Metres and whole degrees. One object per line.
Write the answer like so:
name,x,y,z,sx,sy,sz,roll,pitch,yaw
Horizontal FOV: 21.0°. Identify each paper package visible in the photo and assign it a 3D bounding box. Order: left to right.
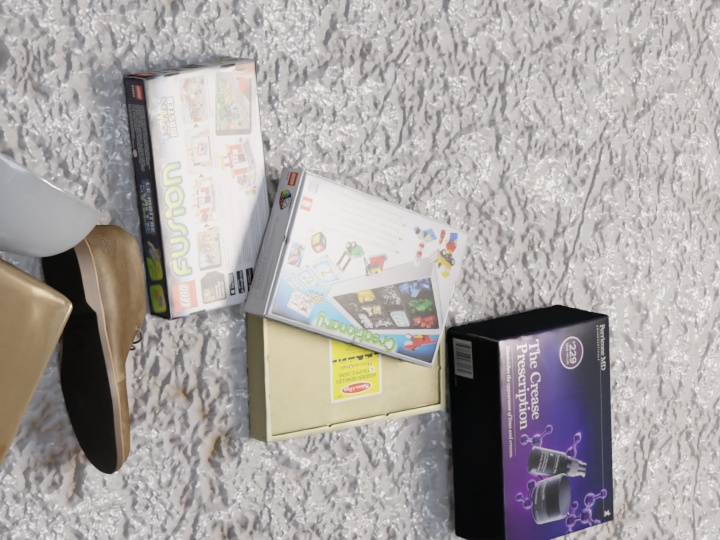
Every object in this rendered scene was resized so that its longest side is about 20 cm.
paper package,-0.344,0.057,1.420,0.200,0.103,0.192,30,80,-36

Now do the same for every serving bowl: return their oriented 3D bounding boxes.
serving bowl,-0.287,-0.062,1.389,0.200,0.200,0.066,31,87,-36

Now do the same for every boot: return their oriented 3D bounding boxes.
boot,-0.199,0.062,1.554,0.075,0.073,0.201,-16,104,-44

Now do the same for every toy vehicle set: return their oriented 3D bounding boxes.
toy vehicle set,-0.010,0.075,1.717,0.199,0.026,0.125,-7,101,-36

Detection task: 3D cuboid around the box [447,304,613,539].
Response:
box,0.161,0.145,1.817,0.141,0.079,0.201,-12,104,-37

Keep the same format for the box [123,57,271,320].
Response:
box,-0.130,-0.069,1.601,0.110,0.035,0.201,-13,105,-34

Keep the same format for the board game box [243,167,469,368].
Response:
board game box,0.000,0.000,1.670,0.199,0.035,0.127,20,84,-39
